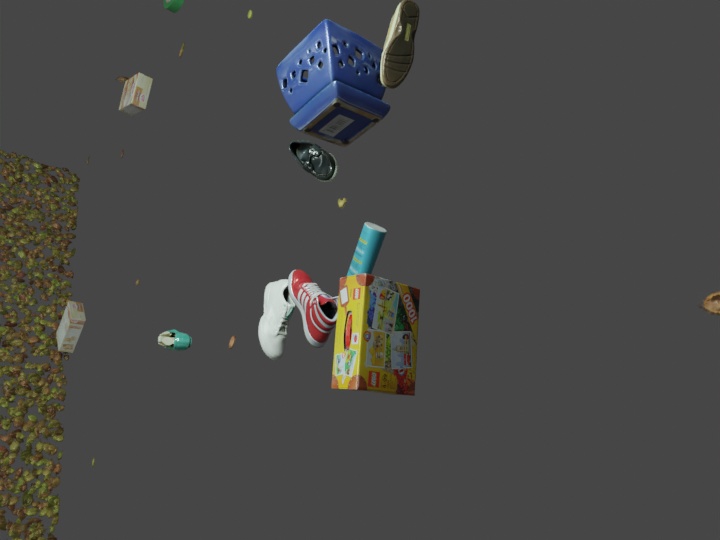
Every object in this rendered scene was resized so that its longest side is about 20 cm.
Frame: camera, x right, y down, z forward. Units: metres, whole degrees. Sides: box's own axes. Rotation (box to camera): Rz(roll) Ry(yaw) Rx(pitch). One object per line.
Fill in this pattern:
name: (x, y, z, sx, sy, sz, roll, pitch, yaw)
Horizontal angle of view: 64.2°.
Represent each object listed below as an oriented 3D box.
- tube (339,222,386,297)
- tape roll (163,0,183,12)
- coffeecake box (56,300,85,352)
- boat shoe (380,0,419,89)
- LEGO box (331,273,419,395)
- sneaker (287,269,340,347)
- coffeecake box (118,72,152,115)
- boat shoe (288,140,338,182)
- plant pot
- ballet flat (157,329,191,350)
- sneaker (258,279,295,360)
tube: (0.000, 0.000, 1.230, 0.077, 0.050, 0.203, 45, 120, 58)
tape roll: (-0.861, -1.318, 2.694, 0.199, 0.048, 0.204, -20, 64, 46)
coffeecake box: (-1.450, 0.281, 2.873, 0.202, 0.072, 0.154, -61, 41, 17)
boat shoe: (0.080, -0.494, 1.281, 0.076, 0.071, 0.204, -2, 69, 64)
LEGO box: (0.031, 0.123, 1.065, 0.076, 0.147, 0.204, -11, 70, 48)
sneaker: (-0.101, 0.058, 1.295, 0.113, 0.070, 0.202, -55, 49, 43)
coffeecake box: (-1.099, -0.858, 2.804, 0.198, 0.072, 0.157, 4, 80, 50)
boat shoe: (-0.125, -0.285, 1.451, 0.075, 0.065, 0.200, -59, 41, 18)
plant pot: (-0.056, -0.408, 1.312, 0.199, 0.198, 0.183, -25, 65, 42)
ballet flat: (-0.626, 0.227, 1.893, 0.198, 0.070, 0.069, -4, 75, 50)
sneaker: (-0.196, 0.115, 1.412, 0.087, 0.075, 0.204, -17, 64, 33)
